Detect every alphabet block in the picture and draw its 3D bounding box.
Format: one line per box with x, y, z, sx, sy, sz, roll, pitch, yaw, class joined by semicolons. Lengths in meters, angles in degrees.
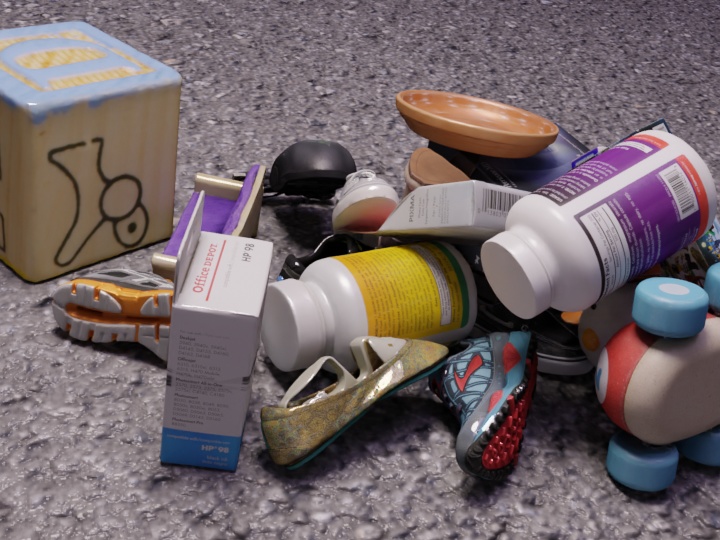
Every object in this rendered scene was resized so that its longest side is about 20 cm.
-0.328;-0.137;0.978;0.196;0.200;0.195;33;37;31;alphabet block

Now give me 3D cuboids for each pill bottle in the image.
0.209;-0.037;0.804;0.200;0.113;0.112;-29;44;-16;pill bottle
0.006;0.038;0.882;0.200;0.113;0.113;-11;37;-31;pill bottle

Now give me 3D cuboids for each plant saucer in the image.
0.138;-0.176;1.091;0.200;0.038;0.200;10;20;-4;plant saucer

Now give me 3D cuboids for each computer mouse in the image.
-0.068;-0.123;1.079;0.138;0.053;0.200;2;-4;-22;computer mouse

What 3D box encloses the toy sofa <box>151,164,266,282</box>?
-0.162;-0.044;0.977;0.083;0.098;0.200;11;32;-1;toy sofa

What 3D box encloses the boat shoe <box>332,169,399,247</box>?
0.003;-0.074;0.997;0.072;0.069;0.200;-6;-12;-1;boat shoe

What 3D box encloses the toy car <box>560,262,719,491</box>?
0.260;0.071;0.862;0.177;0.185;0.200;-10;24;-30;toy car

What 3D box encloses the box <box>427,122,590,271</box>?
0.208;-0.099;1.161;0.198;0.123;0.200;-5;34;-23;box

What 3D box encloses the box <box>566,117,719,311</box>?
0.305;-0.040;0.928;0.038;0.137;0.200;-26;87;-21;box

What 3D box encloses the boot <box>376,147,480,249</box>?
0.066;-0.070;1.040;0.070;0.146;0.200;45;29;12;boot

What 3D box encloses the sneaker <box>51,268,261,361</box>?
-0.187;0.038;0.861;0.200;0.078;0.077;16;22;6;sneaker

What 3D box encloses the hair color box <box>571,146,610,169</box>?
0.316;-0.039;1.039;0.109;0.200;0.065;-1;-10;-20;hair color box

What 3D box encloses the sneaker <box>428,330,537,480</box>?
0.106;0.123;0.833;0.095;0.079;0.200;2;23;20;sneaker

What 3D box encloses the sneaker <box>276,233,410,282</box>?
-0.001;0.000;0.970;0.199;0.083;0.071;-11;37;-33;sneaker

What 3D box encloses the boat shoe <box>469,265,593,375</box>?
0.161;0.043;0.964;0.200;0.068;0.072;28;35;25;boat shoe

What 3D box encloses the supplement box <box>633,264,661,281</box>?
0.231;-0.009;0.970;0.069;0.067;0.200;-6;-7;-19;supplement box

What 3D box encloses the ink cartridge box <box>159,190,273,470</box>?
-0.116;0.050;0.739;0.067;0.200;0.116;9;31;-4;ink cartridge box

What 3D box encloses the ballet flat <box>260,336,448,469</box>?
-0.004;0.096;0.789;0.200;0.071;0.071;-30;49;-30;ballet flat

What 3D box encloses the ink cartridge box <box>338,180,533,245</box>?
0.099;-0.054;0.925;0.160;0.047;0.200;5;-2;-39;ink cartridge box
